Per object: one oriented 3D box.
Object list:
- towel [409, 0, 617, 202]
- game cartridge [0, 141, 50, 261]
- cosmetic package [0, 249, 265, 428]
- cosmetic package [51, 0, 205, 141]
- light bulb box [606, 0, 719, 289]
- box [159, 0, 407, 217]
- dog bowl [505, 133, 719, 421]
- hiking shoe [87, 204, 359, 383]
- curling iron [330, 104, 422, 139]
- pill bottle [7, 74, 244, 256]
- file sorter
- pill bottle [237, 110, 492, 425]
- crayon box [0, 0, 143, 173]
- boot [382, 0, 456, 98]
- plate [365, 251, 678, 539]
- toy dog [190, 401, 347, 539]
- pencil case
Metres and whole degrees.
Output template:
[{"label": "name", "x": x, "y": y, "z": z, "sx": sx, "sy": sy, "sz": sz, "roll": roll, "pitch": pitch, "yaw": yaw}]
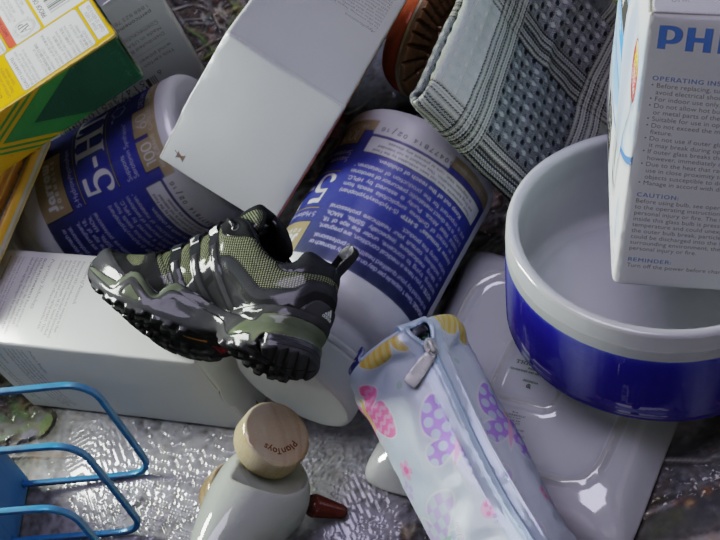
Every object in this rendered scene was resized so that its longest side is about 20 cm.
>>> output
[{"label": "towel", "x": 0.133, "y": -0.140, "z": 1.207, "sx": 0.034, "sy": 0.192, "sz": 0.201, "roll": -10, "pitch": 48, "yaw": 47}, {"label": "game cartridge", "x": -0.323, "y": -0.024, "z": 1.317, "sx": 0.199, "sy": 0.032, "sz": 0.178, "roll": 2, "pitch": 67, "yaw": 54}, {"label": "cosmetic package", "x": -0.170, "y": 0.051, "z": 1.247, "sx": 0.198, "sy": 0.108, "sz": 0.085, "roll": 4, "pitch": 59, "yaw": 24}, {"label": "cosmetic package", "x": -0.243, "y": -0.200, "z": 1.424, "sx": 0.164, "sy": 0.165, "sz": 0.200, "roll": -32, "pitch": 49, "yaw": -2}, {"label": "light bulb box", "x": 0.220, "y": -0.126, "z": 1.037, "sx": 0.124, "sy": 0.201, "sz": 0.199, "roll": 3, "pitch": 42, "yaw": 4}, {"label": "box", "x": -0.049, "y": -0.149, "z": 1.247, "sx": 0.097, "sy": 0.125, "sz": 0.200, "roll": 32, "pitch": 38, "yaw": -4}, {"label": "dog bowl", "x": 0.193, "y": 0.000, "z": 1.108, "sx": 0.198, "sy": 0.079, "sz": 0.201, "roll": -1, "pitch": 43, "yaw": 1}, {"label": "hiking shoe", "x": -0.090, "y": 0.006, "z": 1.121, "sx": 0.199, "sy": 0.076, "sz": 0.101, "roll": 16, "pitch": 69, "yaw": 33}, {"label": "curling iron", "x": -0.014, "y": -0.119, "z": 1.362, "sx": 0.199, "sy": 0.026, "sz": 0.050, "roll": 9, "pitch": 38, "yaw": 34}, {"label": "pill bottle", "x": -0.193, "y": -0.057, "z": 1.320, "sx": 0.199, "sy": 0.120, "sz": 0.120, "roll": -26, "pitch": 48, "yaw": 21}, {"label": "file sorter", "x": -0.226, "y": 0.192, "z": 1.148, "sx": 0.122, "sy": 0.139, "sz": 0.201, "roll": -7, "pitch": 53, "yaw": 15}, {"label": "pill bottle", "x": 0.000, "y": 0.000, "z": 1.193, "sx": 0.119, "sy": 0.120, "sz": 0.201, "roll": 15, "pitch": 63, "yaw": 31}, {"label": "crayon box", "x": -0.271, "y": -0.135, "z": 1.248, "sx": 0.199, "sy": 0.052, "sz": 0.126, "roll": -33, "pitch": 49, "yaw": -3}, {"label": "boot", "x": 0.041, "y": -0.214, "z": 1.383, "sx": 0.106, "sy": 0.075, "sz": 0.201, "roll": -2, "pitch": 49, "yaw": 30}, {"label": "plate", "x": 0.120, "y": 0.076, "z": 1.154, "sx": 0.198, "sy": 0.032, "sz": 0.201, "roll": 13, "pitch": 62, "yaw": 29}, {"label": "toy dog", "x": -0.068, "y": 0.190, "z": 1.113, "sx": 0.096, "sy": 0.132, "sz": 0.201, "roll": 25, "pitch": 67, "yaw": -7}, {"label": "pencil case", "x": 0.070, "y": 0.126, "z": 1.070, "sx": 0.083, "sy": 0.091, "sz": 0.201, "roll": -14, "pitch": 65, "yaw": -31}]
